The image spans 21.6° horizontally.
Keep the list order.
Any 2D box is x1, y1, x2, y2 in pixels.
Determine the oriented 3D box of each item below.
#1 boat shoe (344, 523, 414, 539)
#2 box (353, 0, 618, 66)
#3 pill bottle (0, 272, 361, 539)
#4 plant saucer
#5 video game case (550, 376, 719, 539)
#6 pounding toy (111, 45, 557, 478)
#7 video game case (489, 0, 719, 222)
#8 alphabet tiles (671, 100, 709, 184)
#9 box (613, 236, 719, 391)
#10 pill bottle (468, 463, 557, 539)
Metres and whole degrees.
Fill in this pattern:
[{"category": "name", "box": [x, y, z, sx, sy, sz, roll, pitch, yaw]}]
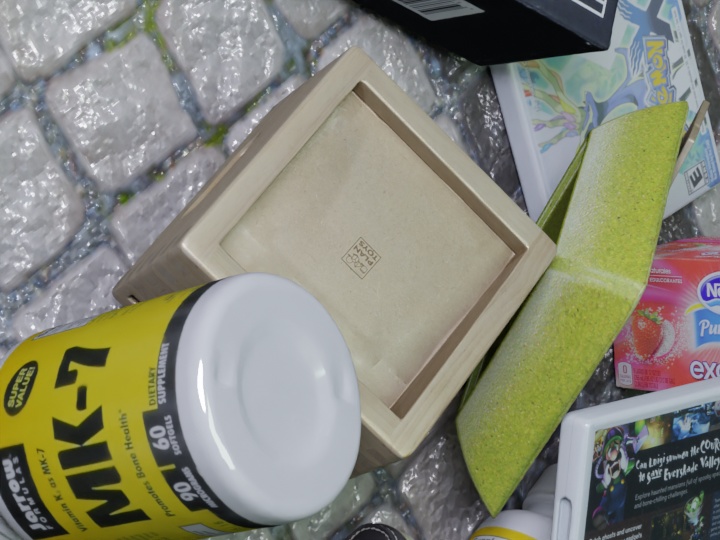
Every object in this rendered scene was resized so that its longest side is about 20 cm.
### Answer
[{"category": "boat shoe", "box": [-0.032, 0.226, 1.072, 0.065, 0.072, 0.200, 47, 68, -39]}, {"category": "box", "box": [0.058, -0.247, 1.086, 0.200, 0.123, 0.199, 23, 77, -35]}, {"category": "pill bottle", "box": [-0.108, 0.075, 0.895, 0.114, 0.200, 0.115, 22, 61, -46]}, {"category": "plant saucer", "box": [0.117, 0.012, 1.113, 0.048, 0.200, 0.200, 26, 40, -2]}, {"category": "video game case", "box": [0.179, 0.160, 1.131, 0.200, 0.023, 0.182, -7, 107, -45]}, {"category": "pounding toy", "box": [0.000, 0.000, 1.022, 0.184, 0.142, 0.200, 44, 60, -10]}, {"category": "video game case", "box": [0.163, -0.119, 1.263, 0.182, 0.022, 0.200, -30, 112, -37]}, {"category": "alphabet tiles", "box": [0.167, -0.008, 1.182, 0.200, 0.006, 0.166, -65, 174, 22]}, {"category": "box", "box": [0.273, 0.032, 1.249, 0.103, 0.200, 0.095, -11, 100, -41]}, {"category": "pill bottle", "box": [0.097, 0.219, 1.160, 0.200, 0.111, 0.111, -51, 123, -28]}]
